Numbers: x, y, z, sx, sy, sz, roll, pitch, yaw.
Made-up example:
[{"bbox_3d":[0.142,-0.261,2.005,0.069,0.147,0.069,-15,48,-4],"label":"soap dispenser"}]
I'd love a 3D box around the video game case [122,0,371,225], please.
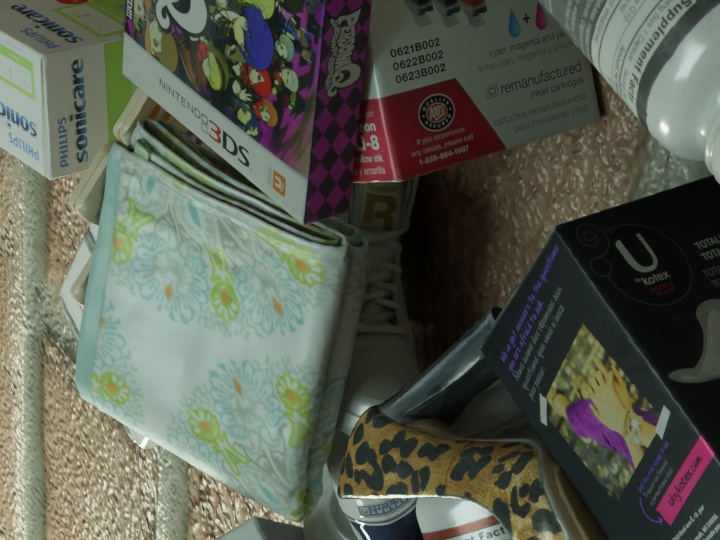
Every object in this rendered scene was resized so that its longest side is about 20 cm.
[{"bbox_3d":[-0.060,-0.152,1.090,0.181,0.036,0.201,40,135,39],"label":"video game case"}]

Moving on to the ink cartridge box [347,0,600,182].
[{"bbox_3d":[0.016,-0.160,1.140,0.144,0.145,0.201,3,108,56],"label":"ink cartridge box"}]

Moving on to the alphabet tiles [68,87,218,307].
[{"bbox_3d":[-0.097,-0.053,1.313,0.015,0.200,0.196,33,94,30],"label":"alphabet tiles"}]

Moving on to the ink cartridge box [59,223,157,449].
[{"bbox_3d":[-0.130,0.015,1.514,0.146,0.085,0.200,60,145,19],"label":"ink cartridge box"}]

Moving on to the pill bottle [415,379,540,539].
[{"bbox_3d":[0.098,0.162,1.205,0.112,0.112,0.201,-24,84,58],"label":"pill bottle"}]

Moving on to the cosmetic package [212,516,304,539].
[{"bbox_3d":[-0.063,0.227,1.396,0.085,0.107,0.200,62,-169,16],"label":"cosmetic package"}]

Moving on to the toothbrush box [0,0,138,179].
[{"bbox_3d":[-0.147,-0.138,1.354,0.145,0.199,0.086,32,131,47],"label":"toothbrush box"}]

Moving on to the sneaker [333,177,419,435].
[{"bbox_3d":[0.000,0.000,1.272,0.200,0.073,0.116,-108,25,-48],"label":"sneaker"}]

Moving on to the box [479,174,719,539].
[{"bbox_3d":[0.171,0.070,1.035,0.200,0.122,0.106,57,144,23],"label":"box"}]

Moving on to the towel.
[{"bbox_3d":[-0.084,0.030,1.230,0.171,0.048,0.201,30,125,26],"label":"towel"}]

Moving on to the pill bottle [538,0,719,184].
[{"bbox_3d":[0.156,-0.124,0.973,0.200,0.113,0.113,54,144,27],"label":"pill bottle"}]

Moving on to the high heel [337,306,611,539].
[{"bbox_3d":[0.063,0.136,1.105,0.143,0.071,0.200,-44,49,25],"label":"high heel"}]

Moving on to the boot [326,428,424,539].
[{"bbox_3d":[0.008,0.106,1.318,0.200,0.072,0.091,-95,-10,-52],"label":"boot"}]

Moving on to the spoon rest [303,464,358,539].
[{"bbox_3d":[-0.004,0.120,1.383,0.061,0.099,0.201,64,-175,-65],"label":"spoon rest"}]
